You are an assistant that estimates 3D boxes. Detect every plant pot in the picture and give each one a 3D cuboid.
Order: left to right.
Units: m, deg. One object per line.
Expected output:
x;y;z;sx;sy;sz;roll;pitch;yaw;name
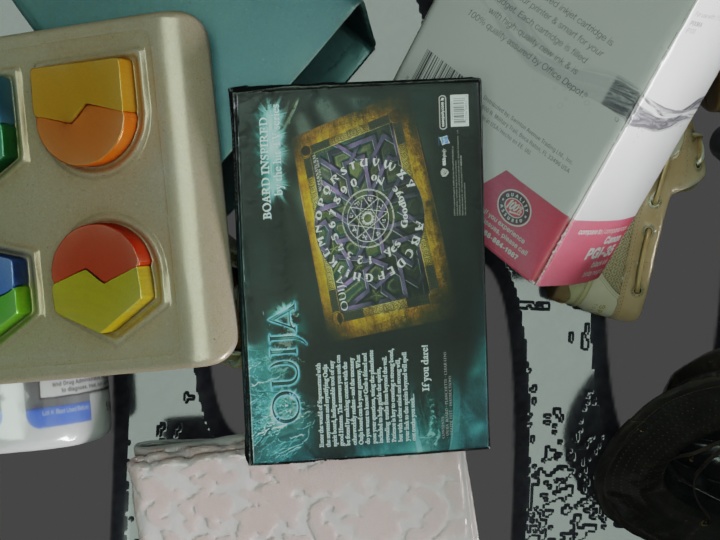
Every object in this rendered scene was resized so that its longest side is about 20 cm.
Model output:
-0.113;-0.154;0.990;0.200;0.141;0.141;42;90;5;plant pot

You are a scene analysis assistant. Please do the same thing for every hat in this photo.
0.234;0.096;1.012;0.199;0.202;0.081;0;46;0;hat

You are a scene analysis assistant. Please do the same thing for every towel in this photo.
-0.027;0.176;1.009;0.198;0.032;0.192;-6;115;3;towel

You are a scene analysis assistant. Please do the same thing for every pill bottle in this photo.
-0.208;0.001;0.999;0.113;0.114;0.202;-4;90;0;pill bottle

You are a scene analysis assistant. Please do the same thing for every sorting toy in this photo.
-0.171;-0.034;0.911;0.198;0.036;0.187;-6;90;14;sorting toy

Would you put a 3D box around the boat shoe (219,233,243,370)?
-0.062;0.028;0.968;0.199;0.068;0.075;26;112;13;boat shoe

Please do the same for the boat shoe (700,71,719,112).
0.233;-0.196;1.024;0.062;0.073;0.202;-1;98;-8;boat shoe

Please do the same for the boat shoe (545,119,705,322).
0.172;-0.069;1.025;0.064;0.071;0.201;18;101;-5;boat shoe

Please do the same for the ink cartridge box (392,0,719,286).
0.112;-0.114;0.956;0.146;0.083;0.201;41;114;28;ink cartridge box

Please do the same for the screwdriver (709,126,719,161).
0.261;-0.042;0.970;0.028;0.200;0.029;-5;117;-24;screwdriver

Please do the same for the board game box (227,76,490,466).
0.000;0.000;0.916;0.134;0.028;0.202;-3;98;-8;board game box
